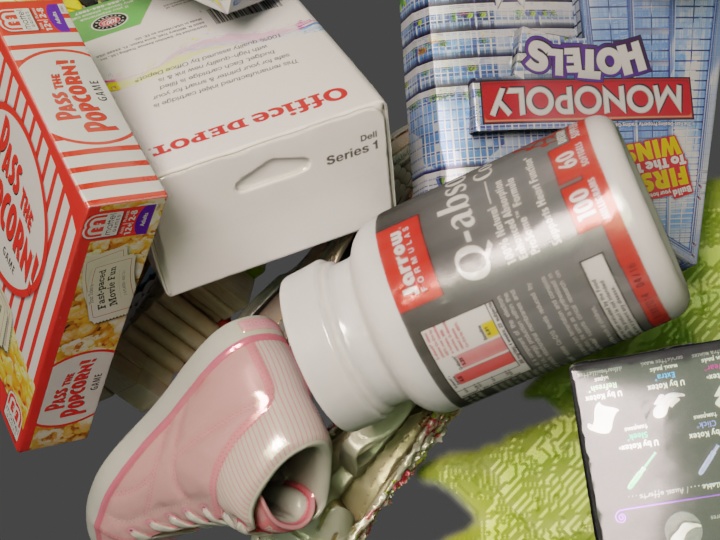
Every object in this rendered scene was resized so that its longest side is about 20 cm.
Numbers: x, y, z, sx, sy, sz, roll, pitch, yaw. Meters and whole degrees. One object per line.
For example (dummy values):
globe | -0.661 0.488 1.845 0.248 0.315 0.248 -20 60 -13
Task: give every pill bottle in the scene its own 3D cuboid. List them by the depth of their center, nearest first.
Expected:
pill bottle | 0.065 0.007 0.775 0.199 0.116 0.117 -25 73 13

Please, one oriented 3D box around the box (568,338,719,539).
box | 0.182 0.148 0.780 0.105 0.122 0.202 -10 75 9

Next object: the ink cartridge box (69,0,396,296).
ink cartridge box | -0.084 -0.091 0.844 0.144 0.084 0.200 -20 41 -14

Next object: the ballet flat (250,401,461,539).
ballet flat | -0.009 0.119 0.859 0.075 0.064 0.201 33 87 16

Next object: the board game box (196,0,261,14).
board game box | -0.084 -0.218 0.891 0.134 0.200 0.034 26 120 15

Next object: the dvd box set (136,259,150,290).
dvd box set | -0.204 -0.016 0.918 0.145 0.029 0.201 16 68 22

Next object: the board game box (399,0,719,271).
board game box | 0.130 -0.095 0.852 0.198 0.062 0.202 -3 81 -12

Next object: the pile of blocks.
pile of blocks | -0.100 0.011 0.914 0.062 0.082 0.200 39 98 -27

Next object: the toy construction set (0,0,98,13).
toy construction set | -0.236 -0.190 0.930 0.131 0.200 0.093 30 94 -15

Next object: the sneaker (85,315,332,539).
sneaker | -0.086 0.129 0.827 0.201 0.075 0.105 -52 58 30

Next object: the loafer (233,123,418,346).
loafer | 0.000 0.000 0.872 0.200 0.072 0.063 -50 33 0

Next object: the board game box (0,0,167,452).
board game box | -0.176 -0.022 0.789 0.046 0.201 0.152 -9 52 -33
